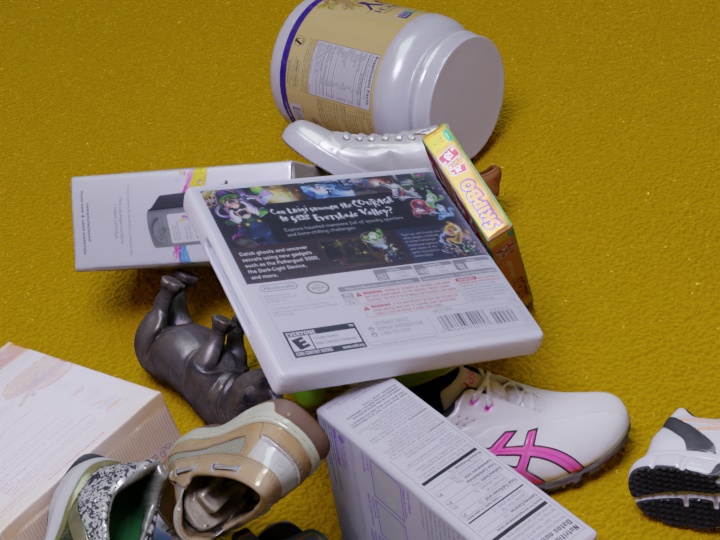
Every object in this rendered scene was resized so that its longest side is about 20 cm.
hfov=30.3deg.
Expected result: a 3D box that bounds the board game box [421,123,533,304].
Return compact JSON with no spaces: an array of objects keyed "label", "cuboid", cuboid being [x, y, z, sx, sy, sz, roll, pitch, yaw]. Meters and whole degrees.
[{"label":"board game box","cuboid":[0.095,-0.033,1.037,0.030,0.200,0.096,-32,68,3]}]

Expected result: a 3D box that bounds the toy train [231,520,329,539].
[{"label":"toy train","cuboid":[-0.029,0.230,0.836,0.113,0.086,0.200,-18,32,-31]}]

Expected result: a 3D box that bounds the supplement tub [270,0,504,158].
[{"label":"supplement tub","cuboid":[0.026,-0.187,1.305,0.199,0.146,0.145,20,47,35]}]

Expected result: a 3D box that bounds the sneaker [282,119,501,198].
[{"label":"sneaker","cuboid":[0.032,-0.104,1.180,0.199,0.085,0.073,23,9,-6]}]

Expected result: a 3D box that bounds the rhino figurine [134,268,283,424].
[{"label":"rhino figurine","cuboid":[-0.115,0.076,1.060,0.059,0.088,0.200,10,17,-45]}]

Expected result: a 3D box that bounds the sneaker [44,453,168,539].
[{"label":"sneaker","cuboid":[-0.168,0.199,0.834,0.088,0.077,0.201,-29,43,43]}]

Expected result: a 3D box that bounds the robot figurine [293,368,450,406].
[{"label":"robot figurine","cuboid":[-0.004,0.022,1.015,0.176,0.200,0.116,-48,2,8]}]

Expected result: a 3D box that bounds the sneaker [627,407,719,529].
[{"label":"sneaker","cuboid":[0.282,0.132,0.876,0.198,0.074,0.080,10,40,26]}]

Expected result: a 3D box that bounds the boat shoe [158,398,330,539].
[{"label":"boat shoe","cuboid":[-0.097,0.143,0.858,0.072,0.200,0.076,42,54,-4]}]

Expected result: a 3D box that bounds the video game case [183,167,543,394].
[{"label":"video game case","cuboid":[0.000,0.000,0.909,0.198,0.023,0.182,-7,46,-27]}]

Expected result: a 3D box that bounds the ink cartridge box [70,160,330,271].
[{"label":"ink cartridge box","cuboid":[-0.133,-0.046,1.164,0.198,0.087,0.148,-4,1,12]}]

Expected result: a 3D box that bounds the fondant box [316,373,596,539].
[{"label":"fondant box","cuboid":[0.060,0.173,0.825,0.058,0.145,0.200,-28,40,-24]}]

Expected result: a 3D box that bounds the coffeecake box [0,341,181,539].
[{"label":"coffeecake box","cuboid":[-0.250,0.142,0.987,0.199,0.074,0.153,12,42,42]}]

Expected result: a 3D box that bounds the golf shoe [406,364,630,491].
[{"label":"golf shoe","cuboid":[0.093,0.109,0.944,0.198,0.093,0.073,-8,35,3]}]

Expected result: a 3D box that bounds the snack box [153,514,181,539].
[{"label":"snack box","cuboid":[-0.177,0.205,0.948,0.072,0.024,0.200,26,51,39]}]
